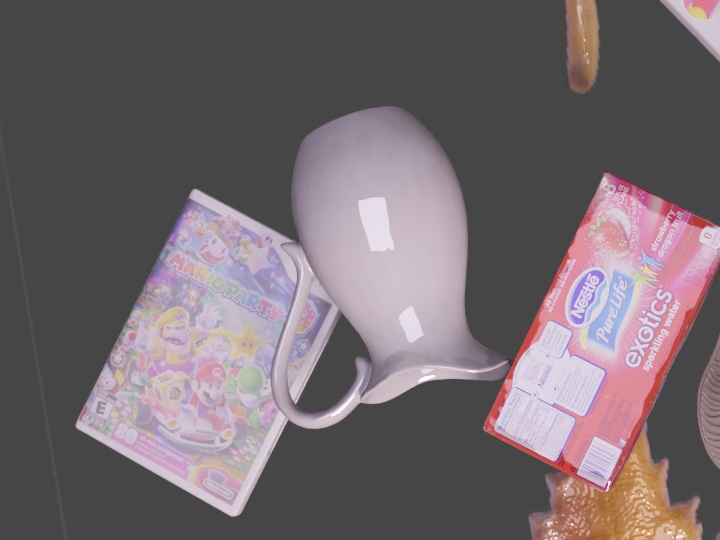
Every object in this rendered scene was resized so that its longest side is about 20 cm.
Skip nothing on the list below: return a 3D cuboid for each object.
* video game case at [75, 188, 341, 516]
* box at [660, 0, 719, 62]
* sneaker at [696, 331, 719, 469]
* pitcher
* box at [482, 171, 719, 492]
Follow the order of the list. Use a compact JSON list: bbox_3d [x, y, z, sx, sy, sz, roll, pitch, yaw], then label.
[{"bbox_3d":[-0.108,0.060,1.515,0.142,0.018,0.201,27,92,11],"label":"video game case"},{"bbox_3d":[0.335,-0.209,1.434,0.200,0.041,0.156,-44,80,5],"label":"box"},{"bbox_3d":[0.298,0.046,1.416,0.074,0.106,0.202,24,121,33],"label":"sneaker"},{"bbox_3d":[0.000,0.000,1.439,0.170,0.121,0.202,-18,78,5],"label":"pitcher"},{"bbox_3d":[0.174,0.043,1.423,0.099,0.095,0.201,26,92,10],"label":"box"}]
